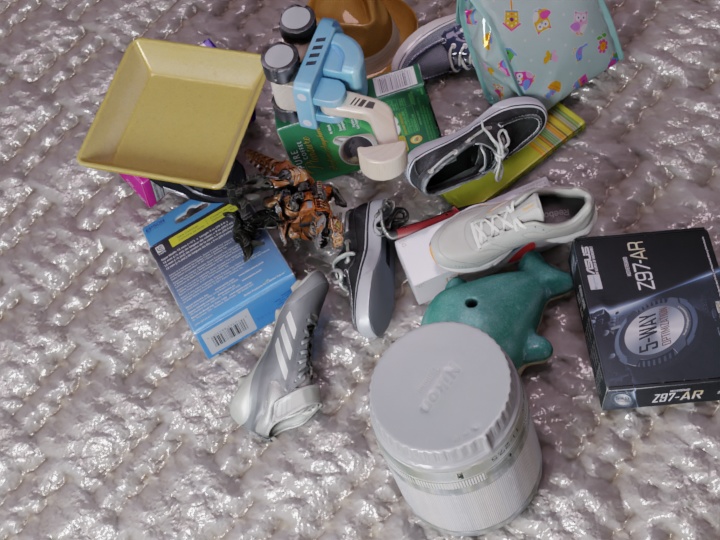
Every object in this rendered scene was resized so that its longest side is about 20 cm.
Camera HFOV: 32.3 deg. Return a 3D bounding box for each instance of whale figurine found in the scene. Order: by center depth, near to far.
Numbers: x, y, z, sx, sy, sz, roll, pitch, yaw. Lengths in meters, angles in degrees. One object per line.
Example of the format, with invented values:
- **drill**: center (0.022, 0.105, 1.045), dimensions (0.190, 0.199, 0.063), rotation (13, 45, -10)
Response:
- **whale figurine**: center (0.155, 0.044, 1.404), dimensions (0.199, 0.104, 0.159), rotation (-40, 54, -18)

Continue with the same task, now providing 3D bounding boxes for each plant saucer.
- **plant saucer**: center (-0.222, -0.185, 1.533), dimensions (0.197, 0.049, 0.202), rotation (10, 61, 15)

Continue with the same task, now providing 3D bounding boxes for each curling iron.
- **curling iron**: center (0.104, -0.071, 1.498), dimensions (0.197, 0.026, 0.050), rotation (-10, 76, -22)

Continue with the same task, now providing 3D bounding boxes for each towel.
- **towel**: center (0.187, -0.147, 1.581), dimensions (0.199, 0.018, 0.086), rotation (-38, 49, -9)

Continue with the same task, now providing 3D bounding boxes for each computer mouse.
- **computer mouse**: center (-0.234, -0.161, 1.597), dimensions (0.197, 0.046, 0.142), rotation (18, 63, -4)

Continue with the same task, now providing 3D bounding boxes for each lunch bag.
- **lunch bag**: center (0.216, -0.317, 1.563), dimensions (0.169, 0.201, 0.122), rotation (-35, 35, -8)

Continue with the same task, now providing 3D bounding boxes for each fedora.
- **fedora**: center (-0.016, -0.344, 1.734), dimensions (0.197, 0.082, 0.203), rotation (-8, 55, 12)

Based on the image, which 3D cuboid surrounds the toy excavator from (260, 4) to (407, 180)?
- **toy excavator**: center (-0.021, -0.211, 1.496), dimensions (0.197, 0.100, 0.197), rotation (11, 60, 15)

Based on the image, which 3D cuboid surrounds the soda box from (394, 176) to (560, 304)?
- **soda box**: center (0.144, -0.035, 1.477), dimensions (0.197, 0.068, 0.064), rotation (-24, 67, 0)

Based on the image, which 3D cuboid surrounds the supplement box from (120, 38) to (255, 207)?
- **supplement box**: center (-0.246, -0.197, 1.676), dimensions (0.199, 0.104, 0.101), rotation (-41, 80, -14)

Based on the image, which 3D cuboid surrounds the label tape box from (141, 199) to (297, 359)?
- **label tape box**: center (-0.175, -0.007, 1.567), dimensions (0.142, 0.066, 0.201), rotation (-30, 50, -6)

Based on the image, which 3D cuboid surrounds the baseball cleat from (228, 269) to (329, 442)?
- **baseball cleat**: center (-0.071, 0.104, 1.451), dimensions (0.106, 0.070, 0.202), rotation (29, 88, 24)

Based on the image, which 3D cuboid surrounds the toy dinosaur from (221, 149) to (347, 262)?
- **toy dinosaur**: center (-0.094, -0.081, 1.517), dimensions (0.134, 0.104, 0.200), rotation (-22, 25, -18)

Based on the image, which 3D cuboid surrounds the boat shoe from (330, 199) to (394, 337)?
- **boat shoe**: center (-0.001, -0.002, 1.494), dimensions (0.067, 0.074, 0.202), rotation (-11, 52, 18)

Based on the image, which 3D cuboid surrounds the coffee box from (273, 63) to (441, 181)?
- **coffee box**: center (-0.003, -0.185, 1.599), dimensions (0.197, 0.123, 0.045), rotation (-18, 54, 7)

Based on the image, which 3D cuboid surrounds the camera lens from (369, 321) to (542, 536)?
- **camera lens**: center (0.099, 0.166, 1.277), dimensions (0.157, 0.201, 0.162), rotation (-8, 54, 12)

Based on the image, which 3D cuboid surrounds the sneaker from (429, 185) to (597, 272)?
- **sneaker**: center (0.170, -0.057, 1.393), dimensions (0.197, 0.092, 0.077), rotation (-18, 76, 1)

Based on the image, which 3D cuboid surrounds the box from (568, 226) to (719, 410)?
- **box**: center (0.324, 0.050, 1.366), dimensions (0.157, 0.044, 0.203), rotation (-4, 54, -2)

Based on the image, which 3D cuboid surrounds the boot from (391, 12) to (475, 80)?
- **boot**: center (0.142, -0.296, 1.658), dimensions (0.198, 0.073, 0.091), rotation (-32, 48, -7)

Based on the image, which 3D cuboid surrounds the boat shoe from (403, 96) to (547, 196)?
- **boat shoe**: center (0.150, -0.148, 1.517), dimensions (0.197, 0.075, 0.068), rotation (-22, 35, -15)
